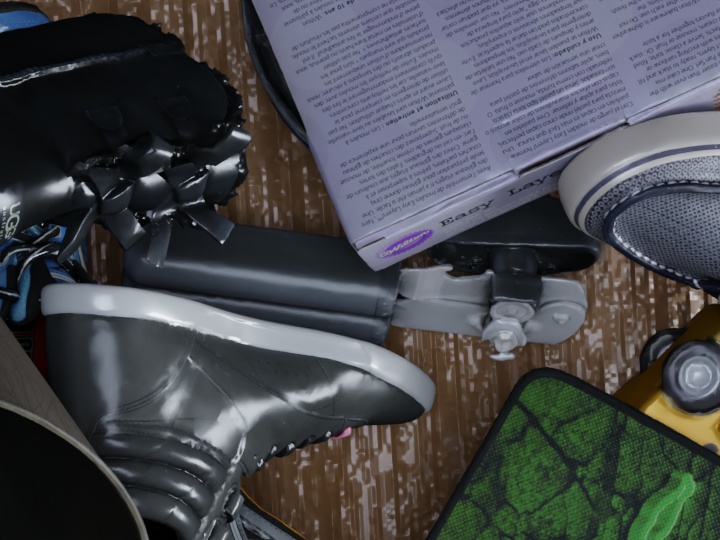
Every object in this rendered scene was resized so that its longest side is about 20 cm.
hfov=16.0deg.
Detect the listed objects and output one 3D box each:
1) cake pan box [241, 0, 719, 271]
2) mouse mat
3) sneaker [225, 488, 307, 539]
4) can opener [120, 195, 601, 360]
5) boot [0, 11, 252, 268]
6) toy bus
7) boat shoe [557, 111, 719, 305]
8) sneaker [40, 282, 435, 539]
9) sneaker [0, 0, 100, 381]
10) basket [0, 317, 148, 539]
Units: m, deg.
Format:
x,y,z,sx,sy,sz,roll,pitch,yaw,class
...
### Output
x,y,z,sx,sy,sz,roll,pitch,yaw,class
0.049,-0.119,1.028,0.200,0.052,0.184,-26,72,4,cake pan box
0.090,0.149,0.995,0.161,0.008,0.200,28,69,10,mouse mat
-0.044,0.145,1.045,0.077,0.078,0.200,-25,73,-13,sneaker
0.000,0.000,1.078,0.199,0.053,0.067,3,59,-5,can opener
-0.147,-0.072,0.952,0.198,0.162,0.073,42,127,26,boot
0.105,0.106,1.076,0.200,0.065,0.078,-45,95,0,toy bus
0.172,0.000,1.017,0.200,0.075,0.093,6,50,-34,boat shoe
-0.051,0.069,1.022,0.200,0.071,0.099,14,80,-45,sneaker
-0.130,-0.008,1.033,0.078,0.090,0.201,-6,99,-30,sneaker
-0.182,0.051,0.931,0.136,0.200,0.180,-45,129,7,basket
